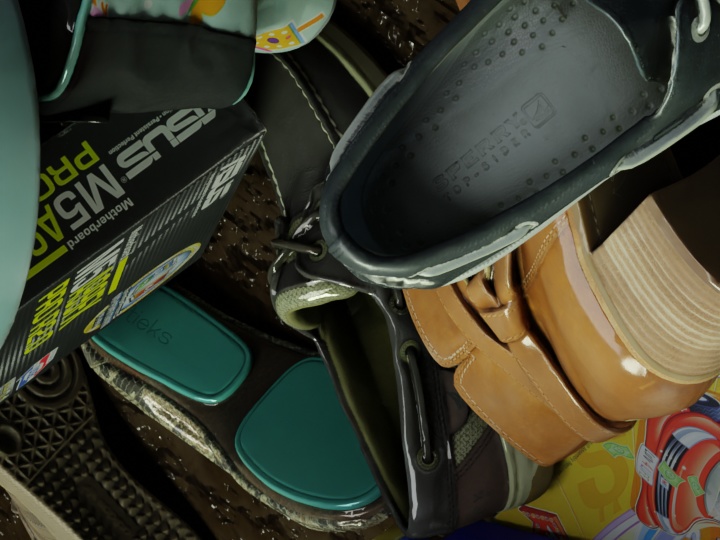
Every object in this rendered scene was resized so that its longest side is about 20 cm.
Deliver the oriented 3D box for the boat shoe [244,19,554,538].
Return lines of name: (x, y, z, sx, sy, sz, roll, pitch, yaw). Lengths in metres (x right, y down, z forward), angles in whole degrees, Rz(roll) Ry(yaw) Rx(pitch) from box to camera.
boat shoe: (0.000, 0.001, 0.856, 0.202, 0.066, 0.072, 63, 150, 7)

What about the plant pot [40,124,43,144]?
plant pot: (-0.241, -0.060, 0.995, 0.177, 0.200, 0.201, 31, 138, 25)

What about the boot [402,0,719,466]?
boot: (0.053, -0.041, 0.770, 0.201, 0.076, 0.155, 56, 149, 9)

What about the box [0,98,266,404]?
box: (-0.122, 0.002, 0.892, 0.044, 0.160, 0.200, 52, 163, 3)

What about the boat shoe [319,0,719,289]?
boat shoe: (0.072, -0.064, 0.652, 0.076, 0.200, 0.060, 46, -171, 6)

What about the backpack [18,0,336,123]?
backpack: (-0.092, -0.159, 0.767, 0.175, 0.153, 0.202, 14, 107, 45)

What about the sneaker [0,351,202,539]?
sneaker: (-0.148, 0.100, 1.123, 0.201, 0.070, 0.075, 54, 145, 2)

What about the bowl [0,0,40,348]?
bowl: (-0.196, -0.044, 0.713, 0.200, 0.105, 0.203, 11, 106, 44)

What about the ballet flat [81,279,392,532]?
ballet flat: (-0.037, 0.063, 0.984, 0.199, 0.068, 0.075, 28, 159, 40)

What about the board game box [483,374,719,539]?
board game box: (0.129, 0.101, 0.837, 0.135, 0.034, 0.200, 48, 144, 9)

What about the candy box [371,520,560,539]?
candy box: (0.043, 0.165, 0.812, 0.199, 0.169, 0.078, 7, 121, 45)
